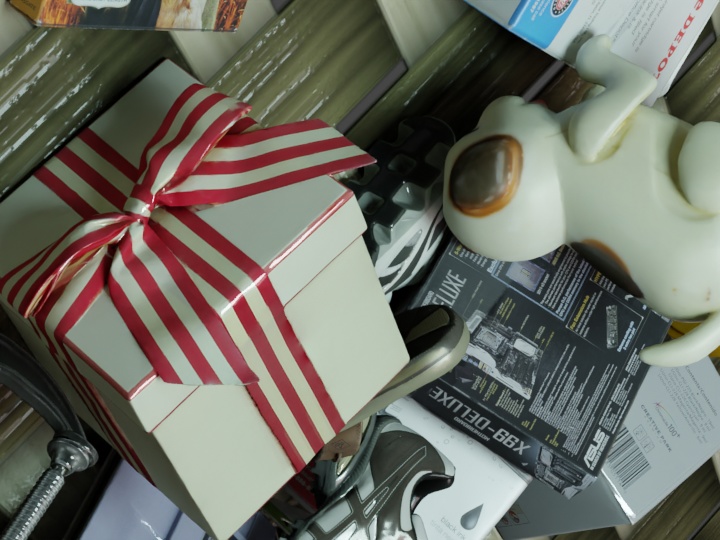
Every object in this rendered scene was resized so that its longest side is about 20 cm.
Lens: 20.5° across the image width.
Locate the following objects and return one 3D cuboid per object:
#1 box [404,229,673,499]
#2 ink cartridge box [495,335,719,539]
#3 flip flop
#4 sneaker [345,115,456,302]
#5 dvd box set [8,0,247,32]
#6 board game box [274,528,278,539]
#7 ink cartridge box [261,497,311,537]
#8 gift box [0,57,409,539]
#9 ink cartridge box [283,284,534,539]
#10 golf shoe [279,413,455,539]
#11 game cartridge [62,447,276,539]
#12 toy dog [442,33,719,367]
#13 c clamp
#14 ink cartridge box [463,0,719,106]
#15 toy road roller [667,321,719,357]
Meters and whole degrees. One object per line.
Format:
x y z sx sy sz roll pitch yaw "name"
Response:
0.121 0.023 1.308 0.201 0.157 0.050 -60 -176 -26 "box"
0.193 0.118 1.514 0.175 0.084 0.200 -35 -176 -26 "ink cartridge box"
-0.010 0.083 1.213 0.199 0.081 0.058 -27 120 27 "flip flop"
0.000 0.000 1.279 0.200 0.074 0.089 -44 143 -14 "sneaker"
-0.090 -0.219 1.017 0.146 0.029 0.202 -5 123 -48 "dvd box set"
-0.113 0.273 1.257 0.096 0.202 0.159 -27 159 33 "board game box"
-0.021 0.236 1.398 0.076 0.148 0.200 -52 145 1 "ink cartridge box"
-0.081 0.013 1.089 0.185 0.199 0.187 -47 145 -18 "gift box"
0.051 0.106 1.358 0.200 0.144 0.084 -49 179 -9 "ink cartridge box"
-0.006 0.183 1.243 0.078 0.094 0.201 96 18 -70 "golf shoe"
-0.121 0.186 1.189 0.038 0.130 0.201 -31 -158 35 "game cartridge"
0.149 -0.044 1.233 0.140 0.198 0.196 51 51 -79 "toy dog"
-0.208 0.133 1.065 0.027 0.170 0.201 -39 -159 56 "c clamp"
0.153 -0.206 1.274 0.199 0.084 0.147 18 105 -56 "ink cartridge box"
0.317 -0.022 1.608 0.201 0.123 0.146 -54 135 2 "toy road roller"
